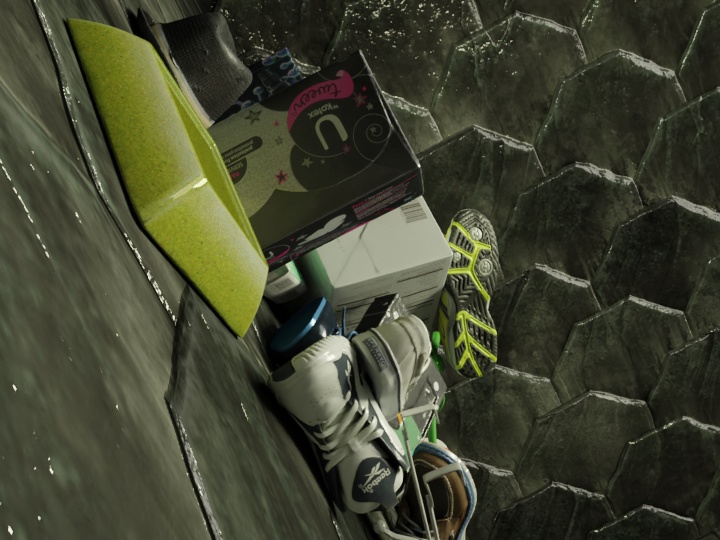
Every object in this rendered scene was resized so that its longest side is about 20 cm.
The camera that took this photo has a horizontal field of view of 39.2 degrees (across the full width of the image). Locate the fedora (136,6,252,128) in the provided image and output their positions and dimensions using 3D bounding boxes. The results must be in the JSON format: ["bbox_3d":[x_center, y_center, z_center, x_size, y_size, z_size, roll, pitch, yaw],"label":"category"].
[{"bbox_3d":[-0.182,-0.240,1.186,0.201,0.091,0.201,-90,154,-88],"label":"fedora"}]

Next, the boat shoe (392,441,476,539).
[{"bbox_3d":[0.072,0.261,1.040,0.072,0.072,0.200,20,-44,28],"label":"boat shoe"}]

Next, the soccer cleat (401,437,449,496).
[{"bbox_3d":[0.081,0.299,1.227,0.078,0.069,0.200,97,-4,-49],"label":"soccer cleat"}]

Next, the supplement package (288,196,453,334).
[{"bbox_3d":[0.000,0.000,1.222,0.200,0.150,0.152,100,-30,-54],"label":"supplement package"}]

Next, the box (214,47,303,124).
[{"bbox_3d":[-0.116,-0.169,1.331,0.200,0.148,0.107,64,0,39],"label":"box"}]

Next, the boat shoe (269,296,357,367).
[{"bbox_3d":[-0.038,0.068,0.987,0.069,0.084,0.200,50,4,-3],"label":"boat shoe"}]

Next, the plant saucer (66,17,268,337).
[{"bbox_3d":[-0.133,-0.074,0.767,0.200,0.048,0.200,65,1,30],"label":"plant saucer"}]

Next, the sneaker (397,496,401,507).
[{"bbox_3d":[0.074,0.315,1.410,0.071,0.073,0.200,51,-1,-38],"label":"sneaker"}]

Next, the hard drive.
[{"bbox_3d":[0.023,0.135,1.071,0.140,0.038,0.200,62,33,-22],"label":"hard drive"}]

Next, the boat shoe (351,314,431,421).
[{"bbox_3d":[0.033,0.084,0.920,0.071,0.070,0.200,58,-10,17],"label":"boat shoe"}]

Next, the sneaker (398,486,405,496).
[{"bbox_3d":[0.030,0.211,1.204,0.146,0.077,0.203,90,2,-48],"label":"sneaker"}]

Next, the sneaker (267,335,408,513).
[{"bbox_3d":[-0.008,0.139,0.850,0.130,0.079,0.199,55,-12,20],"label":"sneaker"}]

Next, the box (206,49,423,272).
[{"bbox_3d":[-0.056,-0.096,0.960,0.132,0.199,0.115,63,0,9],"label":"box"}]

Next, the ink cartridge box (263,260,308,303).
[{"bbox_3d":[-0.125,-0.066,1.108,0.161,0.050,0.201,59,7,-82],"label":"ink cartridge box"}]

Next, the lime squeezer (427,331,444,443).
[{"bbox_3d":[0.081,0.144,1.208,0.071,0.038,0.201,95,-2,-54],"label":"lime squeezer"}]

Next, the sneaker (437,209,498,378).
[{"bbox_3d":[0.119,0.026,1.222,0.076,0.075,0.201,-171,-97,-69],"label":"sneaker"}]

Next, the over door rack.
[{"bbox_3d":[0.050,0.240,0.917,0.148,0.066,0.201,-112,-160,-74],"label":"over door rack"}]
